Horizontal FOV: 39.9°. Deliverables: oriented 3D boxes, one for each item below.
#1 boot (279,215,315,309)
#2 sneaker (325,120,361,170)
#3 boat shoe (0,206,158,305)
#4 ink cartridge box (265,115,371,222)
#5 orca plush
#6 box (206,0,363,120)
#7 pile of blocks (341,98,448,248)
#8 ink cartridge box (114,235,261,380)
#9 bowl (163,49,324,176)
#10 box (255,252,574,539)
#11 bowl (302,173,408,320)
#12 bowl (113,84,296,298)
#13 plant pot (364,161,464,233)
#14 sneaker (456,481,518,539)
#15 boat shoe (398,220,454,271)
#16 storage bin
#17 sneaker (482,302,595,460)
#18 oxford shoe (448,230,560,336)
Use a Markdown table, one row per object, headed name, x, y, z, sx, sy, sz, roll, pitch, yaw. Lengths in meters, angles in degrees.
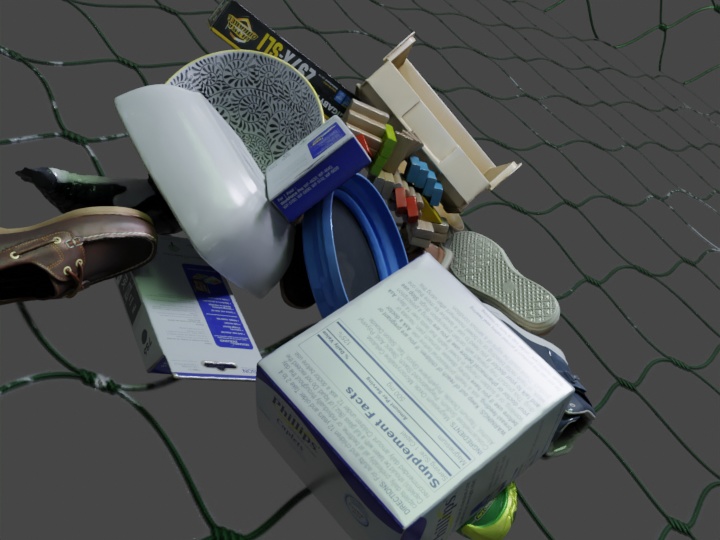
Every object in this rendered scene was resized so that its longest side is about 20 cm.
| name | x | y | z | sx | sy | sz | roll | pitch | yaw |
| --- | --- | --- | --- | --- | --- | --- | --- | --- | --- |
| boot | -0.062 | -0.025 | 1.097 | 0.074 | 0.097 | 0.201 | 29 | 51 | -17 |
| sneaker | -0.076 | -0.186 | 1.352 | 0.200 | 0.075 | 0.099 | 46 | 12 | 29 |
| boat shoe | -0.264 | -0.003 | 0.834 | 0.198 | 0.071 | 0.071 | -12 | 46 | -23 |
| ink cartridge box | -0.044 | -0.100 | 0.968 | 0.039 | 0.099 | 0.200 | 53 | 5 | -14 |
| orca plush | -0.234 | -0.053 | 0.964 | 0.200 | 0.104 | 0.072 | 18 | 62 | -64 |
| box | -0.096 | -0.258 | 1.227 | 0.199 | 0.049 | 0.160 | 36 | 6 | -18 |
| pile of blocks | 0.047 | -0.102 | 1.110 | 0.200 | 0.082 | 0.062 | 46 | 16 | -26 |
| ink cartridge box | -0.159 | 0.042 | 0.903 | 0.099 | 0.039 | 0.200 | 9 | 33 | -35 |
| bowl | -0.139 | -0.141 | 1.139 | 0.199 | 0.094 | 0.203 | 0 | 71 | 0 |
| box | 0.042 | 0.117 | 0.837 | 0.199 | 0.105 | 0.184 | -31 | 61 | -28 |
| bowl | 0.000 | 0.000 | 1.020 | 0.201 | 0.039 | 0.202 | 49 | 33 | -47 |
| bowl | -0.137 | -0.084 | 0.960 | 0.201 | 0.074 | 0.200 | 57 | 2 | 20 |
| plant pot | 0.061 | -0.118 | 1.345 | 0.200 | 0.027 | 0.200 | 40 | 17 | -15 |
| sneaker | 0.089 | 0.161 | 0.921 | 0.083 | 0.074 | 0.201 | 22 | 29 | -23 |
| boat shoe | 0.067 | -0.013 | 1.192 | 0.071 | 0.076 | 0.200 | 24 | 19 | -3 |
| storage bin | 0.089 | -0.176 | 1.231 | 0.200 | 0.094 | 0.199 | 50 | 1 | -3 |
| sneaker | 0.153 | 0.113 | 1.024 | 0.201 | 0.077 | 0.147 | 21 | 27 | -21 |
| oxford shoe | 0.175 | 0.020 | 1.255 | 0.200 | 0.075 | 0.058 | 42 | -12 | 37 |
